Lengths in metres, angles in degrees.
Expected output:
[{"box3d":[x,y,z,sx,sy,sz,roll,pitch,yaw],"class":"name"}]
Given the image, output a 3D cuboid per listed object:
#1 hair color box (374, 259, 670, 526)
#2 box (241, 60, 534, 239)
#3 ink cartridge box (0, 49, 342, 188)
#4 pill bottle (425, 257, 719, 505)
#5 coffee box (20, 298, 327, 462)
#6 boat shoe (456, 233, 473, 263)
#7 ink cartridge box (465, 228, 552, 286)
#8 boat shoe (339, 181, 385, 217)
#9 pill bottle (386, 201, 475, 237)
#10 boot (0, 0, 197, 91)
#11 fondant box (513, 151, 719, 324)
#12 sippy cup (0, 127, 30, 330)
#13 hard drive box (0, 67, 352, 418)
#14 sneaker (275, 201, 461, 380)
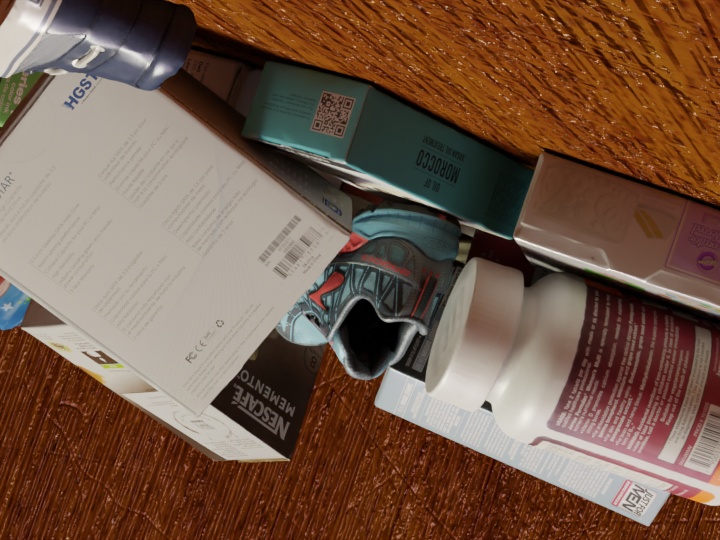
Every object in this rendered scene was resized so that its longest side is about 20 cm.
[{"box3d":[0.121,0.078,1.481,0.200,0.099,0.061,24,148,3],"class":"hair color box"},{"box3d":[0.021,-0.072,1.376,0.082,0.049,0.200,17,177,35],"class":"box"},{"box3d":[-0.123,-0.100,1.506,0.200,0.084,0.145,17,177,35],"class":"ink cartridge box"},{"box3d":[0.149,0.065,1.385,0.200,0.110,0.110,19,178,-7],"class":"pill bottle"},{"box3d":[-0.121,0.038,1.526,0.080,0.115,0.200,-6,145,42],"class":"coffee box"},{"box3d":[0.000,0.000,1.570,0.200,0.065,0.072,2,-167,-44],"class":"boat shoe"},{"box3d":[0.165,0.043,1.565,0.200,0.146,0.083,19,-149,6],"class":"ink cartridge box"},{"box3d":[-0.020,-0.074,1.608,0.071,0.063,0.200,18,180,-19],"class":"boat shoe"},{"box3d":[-0.013,-0.011,1.690,0.199,0.113,0.112,-10,-175,-12],"class":"pill bottle"},{"box3d":[-0.147,-0.123,1.185,0.090,0.073,0.200,25,176,-13],"class":"boot"},{"box3d":[0.175,-0.014,1.391,0.144,0.058,0.200,19,179,8],"class":"fondant box"},{"box3d":[-0.245,-0.035,1.599,0.140,0.130,0.178,32,-162,-27],"class":"sippy cup"},{"box3d":[-0.128,-0.035,1.355,0.200,0.156,0.077,38,-165,-13],"class":"hard drive box"},{"box3d":[-0.010,0.025,1.439,0.079,0.096,0.200,17,156,-21],"class":"sneaker"}]
